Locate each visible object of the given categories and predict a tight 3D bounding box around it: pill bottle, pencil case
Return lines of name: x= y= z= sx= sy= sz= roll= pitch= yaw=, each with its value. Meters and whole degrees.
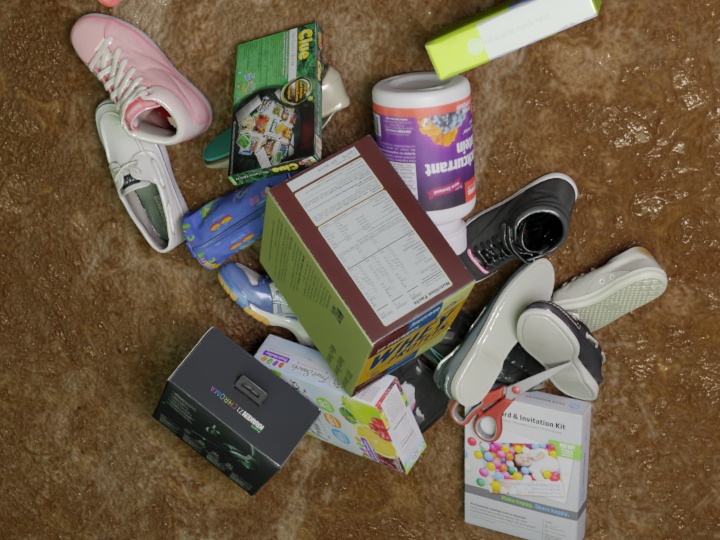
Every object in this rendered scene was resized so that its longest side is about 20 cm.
pill bottle: x=0.075 y=-0.118 z=1.295 sx=0.111 sy=0.111 sz=0.201 roll=0 pitch=113 yaw=12
pencil case: x=-0.128 y=-0.073 z=1.362 sx=0.200 sy=0.087 sz=0.078 roll=-28 pitch=97 yaw=29

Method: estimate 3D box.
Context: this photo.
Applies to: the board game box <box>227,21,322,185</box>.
board game box: x=-0.093 y=-0.189 z=1.266 sx=0.104 sy=0.201 sz=0.023 roll=-13 pitch=144 yaw=18

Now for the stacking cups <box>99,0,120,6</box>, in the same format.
stacking cups: x=-0.230 y=-0.373 z=1.280 sx=0.200 sy=0.061 sz=0.061 roll=-38 pitch=101 yaw=24

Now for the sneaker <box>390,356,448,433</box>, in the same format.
sneaker: x=0.046 y=0.126 z=1.426 sx=0.080 sy=0.086 sz=0.200 roll=-34 pitch=131 yaw=-15

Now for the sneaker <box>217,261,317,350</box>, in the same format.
sneaker: x=-0.081 y=0.033 z=1.424 sx=0.200 sy=0.075 sz=0.088 roll=32 pitch=108 yaw=-13

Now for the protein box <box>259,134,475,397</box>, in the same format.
protein box: x=0.000 y=0.000 z=1.252 sx=0.135 sy=0.199 sz=0.200 roll=-30 pitch=75 yaw=-18

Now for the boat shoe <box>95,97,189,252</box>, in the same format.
boat shoe: x=-0.275 y=-0.115 z=1.398 sx=0.072 sy=0.066 sz=0.201 roll=-14 pitch=110 yaw=18

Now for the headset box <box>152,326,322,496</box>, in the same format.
headset box: x=-0.159 y=0.179 z=1.421 sx=0.174 sy=0.093 sz=0.200 roll=38 pitch=154 yaw=1

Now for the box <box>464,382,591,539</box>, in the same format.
box: x=0.210 y=0.247 z=1.441 sx=0.155 sy=0.041 sz=0.201 roll=10 pitch=115 yaw=26

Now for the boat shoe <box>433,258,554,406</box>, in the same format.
boat shoe: x=0.154 y=0.064 z=1.331 sx=0.073 sy=0.062 sz=0.200 roll=41 pitch=78 yaw=-35

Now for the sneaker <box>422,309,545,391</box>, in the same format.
sneaker: x=0.139 y=0.095 z=1.408 sx=0.199 sy=0.076 sz=0.079 roll=29 pitch=146 yaw=-9

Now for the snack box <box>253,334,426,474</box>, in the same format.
snack box: x=-0.028 y=0.165 z=1.401 sx=0.199 sy=0.053 sz=0.143 roll=17 pitch=145 yaw=34

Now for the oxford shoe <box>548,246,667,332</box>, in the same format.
oxford shoe: x=0.274 y=0.030 z=1.350 sx=0.075 sy=0.058 sz=0.200 roll=28 pitch=136 yaw=-36

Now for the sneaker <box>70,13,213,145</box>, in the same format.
sneaker: x=-0.270 y=-0.222 z=1.331 sx=0.200 sy=0.105 sz=0.075 roll=40 pitch=117 yaw=-5

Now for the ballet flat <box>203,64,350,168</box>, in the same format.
ballet flat: x=-0.096 y=-0.166 z=1.343 sx=0.200 sy=0.070 sz=0.070 roll=-32 pitch=103 yaw=21

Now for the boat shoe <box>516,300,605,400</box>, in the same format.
boat shoe: x=0.241 y=0.082 z=1.327 sx=0.074 sy=0.061 sz=0.200 roll=4 pitch=150 yaw=36

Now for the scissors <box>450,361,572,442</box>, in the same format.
scissors: x=0.176 y=0.144 z=1.366 sx=0.073 sy=0.014 sz=0.200 roll=44 pitch=135 yaw=8

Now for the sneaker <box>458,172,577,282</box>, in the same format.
sneaker: x=0.166 y=-0.032 z=1.320 sx=0.200 sy=0.099 sz=0.071 roll=-38 pitch=103 yaw=25

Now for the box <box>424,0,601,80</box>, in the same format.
box: x=0.175 y=-0.269 z=1.203 sx=0.199 sy=0.122 sz=0.048 roll=-19 pitch=104 yaw=19
